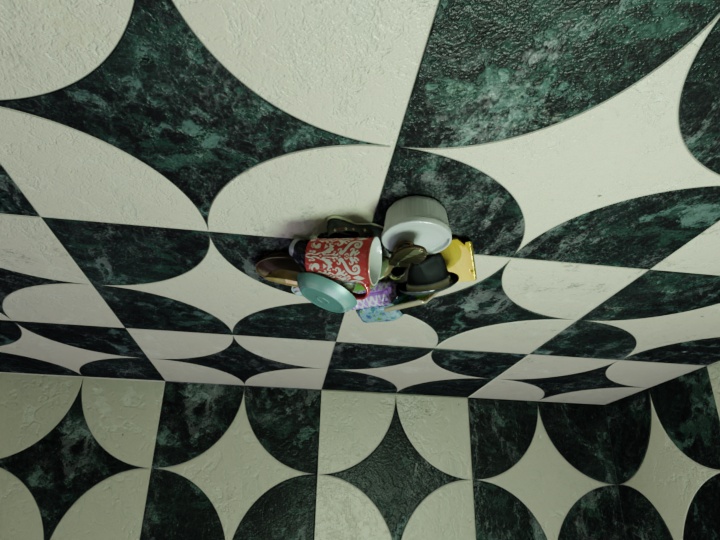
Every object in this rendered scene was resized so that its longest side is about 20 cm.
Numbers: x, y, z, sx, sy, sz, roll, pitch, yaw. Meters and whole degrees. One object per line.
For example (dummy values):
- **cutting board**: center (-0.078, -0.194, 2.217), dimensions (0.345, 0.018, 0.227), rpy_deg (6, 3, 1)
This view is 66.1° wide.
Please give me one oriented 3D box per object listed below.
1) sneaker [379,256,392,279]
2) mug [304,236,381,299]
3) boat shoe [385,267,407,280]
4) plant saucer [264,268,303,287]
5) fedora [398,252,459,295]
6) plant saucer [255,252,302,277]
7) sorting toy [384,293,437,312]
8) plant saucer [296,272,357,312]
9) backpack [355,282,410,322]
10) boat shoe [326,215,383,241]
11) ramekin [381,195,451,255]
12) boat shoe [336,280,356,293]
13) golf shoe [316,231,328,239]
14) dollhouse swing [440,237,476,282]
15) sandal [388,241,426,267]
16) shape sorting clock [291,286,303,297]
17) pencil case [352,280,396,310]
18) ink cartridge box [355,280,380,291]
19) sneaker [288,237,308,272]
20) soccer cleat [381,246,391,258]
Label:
- **sneaker**: center (0.000, 0.000, 1.687), dimensions (0.197, 0.069, 0.089), rpy_deg (-12, 173, 43)
- **mug**: center (-0.051, -0.010, 1.568), dimensions (0.195, 0.183, 0.133), rpy_deg (4, 180, 17)
- **boat shoe**: center (0.116, -0.007, 1.829), dimensions (0.070, 0.062, 0.202), rpy_deg (5, 155, -9)
- **plant saucer**: center (-0.216, 0.027, 1.814), dimensions (0.195, 0.036, 0.200), rpy_deg (11, 173, 1)
- **fedora**: center (0.194, 0.002, 1.620), dimensions (0.195, 0.094, 0.201), rpy_deg (-10, -168, 2)
- **plant saucer**: center (-0.255, -0.014, 1.864), dimensions (0.195, 0.038, 0.201), rpy_deg (1, 155, 0)
- **sorting toy**: center (0.194, 0.077, 1.845), dimensions (0.198, 0.037, 0.183), rpy_deg (-28, -174, -42)
- **plant saucer**: center (-0.105, 0.073, 1.621), dimensions (0.196, 0.037, 0.201), rpy_deg (21, 158, 9)
- **backpack**: center (0.075, 0.116, 2.022), dimensions (0.195, 0.157, 0.164), rpy_deg (9, 158, 21)
- **boat shoe**: center (-0.006, -0.107, 1.627), dimensions (0.197, 0.065, 0.074), rpy_deg (10, 151, -21)
- **ramekin**: center (0.155, -0.125, 1.540), dimensions (0.197, 0.097, 0.203), rpy_deg (1, 154, 1)
- **boat shoe**: center (-0.077, 0.068, 1.711), dimensions (0.070, 0.064, 0.199), rpy_deg (12, 160, -25)
- **golf shoe**: center (-0.045, -0.064, 1.700), dimensions (0.195, 0.080, 0.095), rpy_deg (10, 154, -15)
- **dollhouse swing**: center (0.270, -0.039, 1.787), dimensions (0.195, 0.176, 0.186), rpy_deg (-6, 113, 17)
- **sandal**: center (0.127, -0.050, 1.532), dimensions (0.080, 0.056, 0.200), rpy_deg (11, 168, -7)
- **shape sorting clock**: center (-0.156, 0.069, 2.032), dimensions (0.194, 0.040, 0.201), rpy_deg (1, 155, 1)
- **pencil case**: center (0.029, 0.087, 1.927), dimensions (0.195, 0.086, 0.085), rpy_deg (-12, 157, 21)
- **ink cartridge box**: center (-0.015, 0.019, 1.891), dimensions (0.144, 0.078, 0.200), rpy_deg (-7, -172, 16)
- **sneaker**: center (-0.142, -0.020, 1.745), dimensions (0.113, 0.076, 0.200), rpy_deg (30, 168, 34)
- **soccer cleat**: center (0.086, -0.052, 1.706), dimensions (0.197, 0.070, 0.085), rpy_deg (-12, 140, 45)
